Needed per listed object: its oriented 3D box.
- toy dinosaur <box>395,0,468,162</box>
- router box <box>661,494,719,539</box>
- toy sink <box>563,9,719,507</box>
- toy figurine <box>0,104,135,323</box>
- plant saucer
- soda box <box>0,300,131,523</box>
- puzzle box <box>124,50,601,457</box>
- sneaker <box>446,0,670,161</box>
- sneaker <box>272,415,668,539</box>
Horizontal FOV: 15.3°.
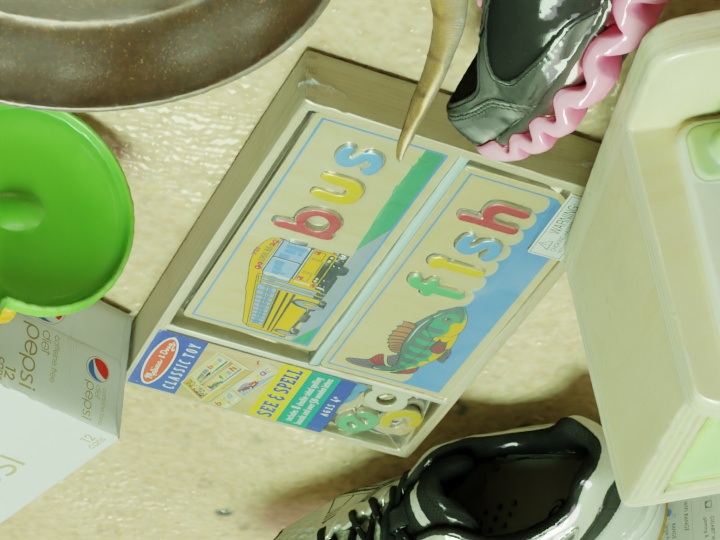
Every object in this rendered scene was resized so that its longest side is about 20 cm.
[{"bbox_3d":[0.012,-0.125,0.822,0.106,0.061,0.200,-6,137,37],"label":"toy dinosaur"},{"bbox_3d":[0.124,0.189,1.133,0.179,0.201,0.049,-13,140,19],"label":"router box"},{"bbox_3d":[0.154,-0.001,0.907,0.130,0.113,0.200,-9,160,-8],"label":"toy sink"},{"bbox_3d":[-0.213,0.002,1.010,0.199,0.151,0.184,-3,165,-35],"label":"toy figurine"},{"bbox_3d":[-0.101,-0.128,0.876,0.199,0.035,0.201,1,142,1],"label":"plant saucer"},{"bbox_3d":[-0.181,0.074,1.123,0.068,0.064,0.200,27,137,-29],"label":"soda box"},{"bbox_3d":[0.000,0.000,1.047,0.132,0.026,0.200,16,141,-17],"label":"puzzle box"},{"bbox_3d":[0.066,-0.117,0.867,0.095,0.079,0.200,32,137,-3],"label":"sneaker"},{"bbox_3d":[0.027,0.106,1.139,0.199,0.076,0.088,-22,151,13],"label":"sneaker"}]
